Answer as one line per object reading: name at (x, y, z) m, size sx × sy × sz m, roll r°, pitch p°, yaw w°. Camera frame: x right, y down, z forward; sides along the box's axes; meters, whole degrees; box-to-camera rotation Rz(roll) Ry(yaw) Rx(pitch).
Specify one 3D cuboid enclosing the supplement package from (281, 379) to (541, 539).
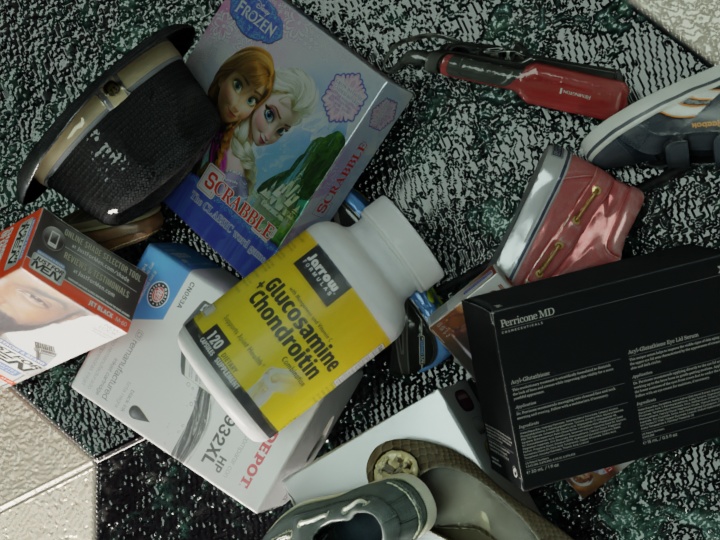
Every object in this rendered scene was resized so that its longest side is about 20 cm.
supplement package at (0.060, 0.215, 1.491) m, size 0.155 × 0.111 × 0.201 m, roll -31°, pitch 83°, yaw 14°

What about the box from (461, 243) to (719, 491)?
box at (0.192, 0.071, 1.416) m, size 0.198 × 0.079 × 0.142 m, roll -13°, pitch 102°, yaw -13°

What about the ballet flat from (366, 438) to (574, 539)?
ballet flat at (0.090, 0.191, 1.401) m, size 0.199 × 0.046 × 0.068 m, roll 32°, pitch 96°, yaw 12°

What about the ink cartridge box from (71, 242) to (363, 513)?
ink cartridge box at (-0.119, 0.089, 1.552) m, size 0.199 × 0.084 × 0.146 m, roll 32°, pitch 97°, yaw 13°

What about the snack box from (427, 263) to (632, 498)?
snack box at (0.143, 0.090, 1.469) m, size 0.072 × 0.024 × 0.200 m, roll -39°, pitch 107°, yaw 12°

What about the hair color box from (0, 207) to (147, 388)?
hair color box at (-0.282, 0.027, 1.536) m, size 0.199 × 0.111 × 0.064 m, roll -25°, pitch 41°, yaw 45°

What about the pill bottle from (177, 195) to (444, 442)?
pill bottle at (-0.036, 0.033, 1.439) m, size 0.200 × 0.112 × 0.112 m, roll -38°, pitch 81°, yaw -3°

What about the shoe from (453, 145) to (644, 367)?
shoe at (0.151, 0.005, 1.483) m, size 0.090 × 0.072 × 0.201 m, roll 24°, pitch 108°, yaw -1°

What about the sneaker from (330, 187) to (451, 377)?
sneaker at (0.000, 0.000, 1.525) m, size 0.082 × 0.071 × 0.200 m, roll -34°, pitch 85°, yaw 7°

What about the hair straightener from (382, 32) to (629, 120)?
hair straightener at (0.117, -0.160, 1.492) m, size 0.198 × 0.077 × 0.041 m, roll 6°, pitch 112°, yaw 0°

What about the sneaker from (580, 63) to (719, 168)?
sneaker at (0.275, -0.113, 1.443) m, size 0.199 × 0.078 × 0.080 m, roll -25°, pitch 78°, yaw 13°

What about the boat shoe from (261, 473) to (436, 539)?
boat shoe at (-0.029, 0.214, 1.417) m, size 0.199 × 0.062 × 0.073 m, roll -31°, pitch 86°, yaw 37°

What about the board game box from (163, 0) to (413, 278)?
board game box at (-0.082, -0.116, 1.525) m, size 0.200 × 0.041 × 0.200 m, roll 40°, pitch 101°, yaw 35°

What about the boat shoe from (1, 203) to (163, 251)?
boat shoe at (-0.243, -0.016, 1.589) m, size 0.199 × 0.072 × 0.069 m, roll -12°, pitch 103°, yaw 35°

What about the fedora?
fedora at (-0.182, -0.103, 1.487) m, size 0.092 × 0.201 × 0.201 m, roll 45°, pitch 102°, yaw 1°
